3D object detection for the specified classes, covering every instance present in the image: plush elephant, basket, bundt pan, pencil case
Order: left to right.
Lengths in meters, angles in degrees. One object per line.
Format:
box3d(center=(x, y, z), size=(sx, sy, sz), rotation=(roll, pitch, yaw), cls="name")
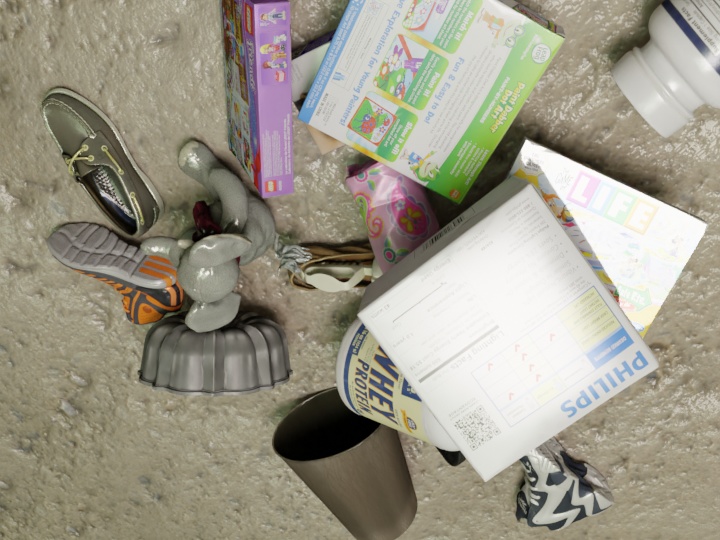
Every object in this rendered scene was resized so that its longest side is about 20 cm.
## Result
box3d(center=(-0.177, -0.024, 0.881), size=(0.199, 0.155, 0.166), rotation=(29, 126, 15), cls="plush elephant")
box3d(center=(-0.186, 0.098, 0.970), size=(0.199, 0.202, 0.077), rotation=(3, 98, 10), cls="bundt pan")
box3d(center=(-0.005, 0.286, 1.078), size=(0.178, 0.137, 0.201), rotation=(-17, 120, 15), cls="basket")
box3d(center=(0.050, -0.037, 0.862), size=(0.087, 0.087, 0.202), rotation=(-19, 98, 22), cls="pencil case")

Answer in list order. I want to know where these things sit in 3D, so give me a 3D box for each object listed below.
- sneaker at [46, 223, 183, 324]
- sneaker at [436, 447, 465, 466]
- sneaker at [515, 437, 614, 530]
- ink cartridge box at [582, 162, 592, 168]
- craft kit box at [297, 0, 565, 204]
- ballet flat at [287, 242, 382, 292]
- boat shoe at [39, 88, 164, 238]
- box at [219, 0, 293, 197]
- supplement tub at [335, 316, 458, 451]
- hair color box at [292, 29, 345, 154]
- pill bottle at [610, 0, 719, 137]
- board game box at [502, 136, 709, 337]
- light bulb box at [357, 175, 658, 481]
box3d(center=(-0.328, 0.014, 1.010), size=(0.198, 0.078, 0.113), rotation=(21, 139, 14), cls="sneaker")
box3d(center=(0.159, 0.200, 1.021), size=(0.060, 0.104, 0.200), rotation=(50, 162, 20), cls="sneaker")
box3d(center=(0.245, 0.302, 1.061), size=(0.198, 0.080, 0.130), rotation=(34, 114, -21), cls="sneaker")
box3d(center=(0.232, 0.001, 0.847), size=(0.144, 0.084, 0.200), rotation=(44, 109, -7), cls="ink cartridge box")
box3d(center=(0.065, -0.195, 0.744), size=(0.196, 0.049, 0.201), rotation=(29, 122, -5), cls="craft kit box")
box3d(center=(0.000, 0.000, 0.932), size=(0.197, 0.073, 0.068), rotation=(-1, 121, 12), cls="ballet flat")
box3d(center=(-0.324, -0.130, 0.928), size=(0.072, 0.060, 0.203), rotation=(-25, 113, 24), cls="boat shoe")
box3d(center=(-0.111, -0.198, 0.799), size=(0.039, 0.137, 0.202), rotation=(-11, 125, -20), cls="box")
box3d(center=(0.083, 0.131, 0.912), size=(0.199, 0.145, 0.146), rotation=(14, 129, 40), cls="supplement tub")
box3d(center=(0.023, -0.216, 0.801), size=(0.198, 0.065, 0.110), rotation=(-20, 116, 24), cls="hair color box")
box3d(center=(0.340, -0.223, 0.695), size=(0.119, 0.120, 0.200), rotation=(40, 121, -14), cls="pill bottle")
box3d(center=(0.229, -0.033, 0.773), size=(0.198, 0.034, 0.136), rotation=(25, 107, 3), cls="board game box")
box3d(center=(0.134, 0.050, 0.720), size=(0.197, 0.125, 0.201), rotation=(-36, 96, 10), cls="light bulb box")
